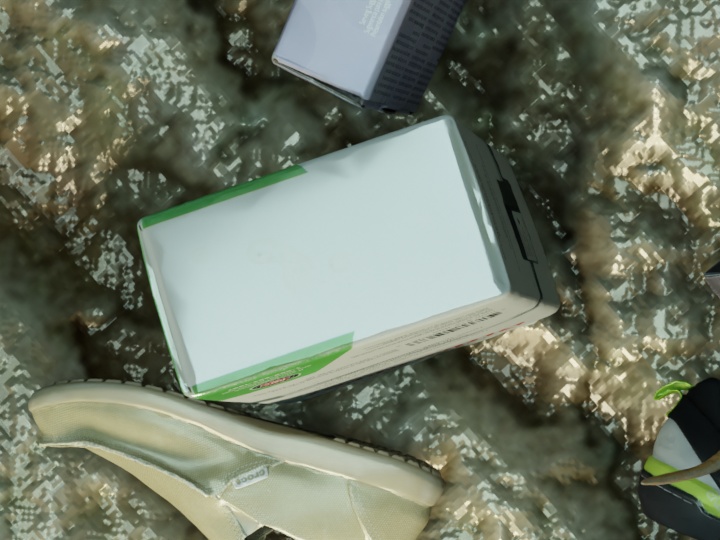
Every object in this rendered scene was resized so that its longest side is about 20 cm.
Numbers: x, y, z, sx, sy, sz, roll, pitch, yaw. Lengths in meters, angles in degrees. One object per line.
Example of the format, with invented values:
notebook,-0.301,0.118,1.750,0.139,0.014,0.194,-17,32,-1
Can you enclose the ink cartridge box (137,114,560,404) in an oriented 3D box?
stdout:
ink cartridge box,0.000,0.000,1.324,0.146,0.200,0.083,-19,84,8

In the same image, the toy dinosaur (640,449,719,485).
toy dinosaur,0.190,0.035,1.336,0.106,0.060,0.200,2,49,12

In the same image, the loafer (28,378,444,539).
loafer,-0.063,0.098,1.395,0.200,0.076,0.068,14,86,8

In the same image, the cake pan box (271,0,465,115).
cake pan box,0.030,-0.161,1.320,0.052,0.200,0.185,23,96,6

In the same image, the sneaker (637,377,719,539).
sneaker,0.220,0.102,1.333,0.200,0.072,0.083,20,89,9

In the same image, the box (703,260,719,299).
box,0.263,0.003,1.307,0.200,0.036,0.143,-38,100,-18
